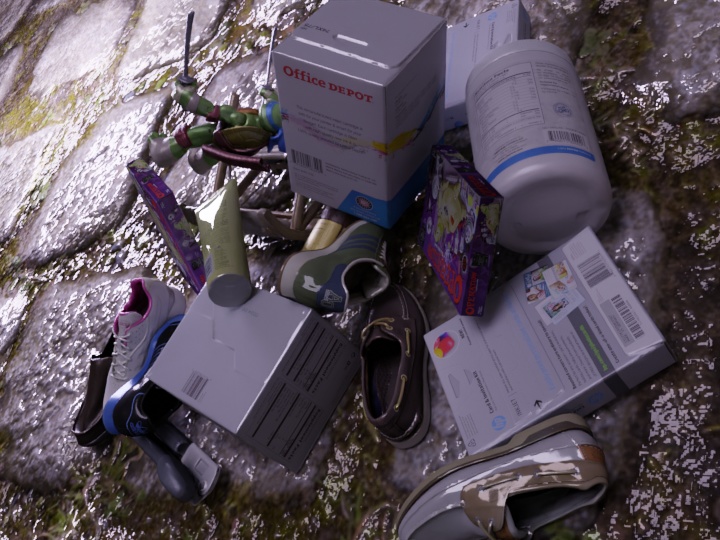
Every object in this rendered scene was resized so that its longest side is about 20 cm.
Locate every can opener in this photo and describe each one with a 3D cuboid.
[{"bbox_3d":[-0.234,0.221,1.014,0.053,0.066,0.199,-55,36,-8],"label":"can opener"}]

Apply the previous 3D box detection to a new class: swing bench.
[{"bbox_3d":[-0.119,-0.131,1.138,0.198,0.129,0.202,9,71,43],"label":"swing bench"}]

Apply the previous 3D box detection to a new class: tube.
[{"bbox_3d":[-0.166,-0.039,1.002,0.057,0.052,0.201,-7,40,-12],"label":"tube"}]

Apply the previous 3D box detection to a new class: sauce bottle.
[{"bbox_3d":[-0.030,-0.040,1.035,0.064,0.065,0.201,11,66,45],"label":"sauce bottle"}]

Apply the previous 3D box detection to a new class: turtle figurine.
[{"bbox_3d":[-0.177,-0.210,1.044,0.193,0.201,0.144,-22,18,35],"label":"turtle figurine"}]

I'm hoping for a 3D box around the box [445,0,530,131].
[{"bbox_3d":[0.123,-0.257,1.086,0.198,0.041,0.157,-15,51,33],"label":"box"}]

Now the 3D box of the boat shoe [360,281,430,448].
[{"bbox_3d":[0.032,0.088,0.885,0.071,0.059,0.202,-24,46,26],"label":"boat shoe"}]

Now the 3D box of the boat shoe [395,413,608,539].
[{"bbox_3d":[0.118,0.200,0.713,0.199,0.075,0.069,-35,37,14],"label":"boat shoe"}]

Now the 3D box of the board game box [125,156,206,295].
[{"bbox_3d":[-0.246,-0.045,1.111,0.032,0.201,0.120,-34,42,-19],"label":"board game box"}]

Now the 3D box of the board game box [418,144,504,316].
[{"bbox_3d":[0.099,-0.049,0.857,0.032,0.121,0.200,-1,22,-8],"label":"board game box"}]

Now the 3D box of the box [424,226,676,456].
[{"bbox_3d":[0.170,0.072,0.782,0.199,0.041,0.157,-35,42,14],"label":"box"}]

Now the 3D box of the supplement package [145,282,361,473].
[{"bbox_3d":[-0.125,0.112,0.963,0.199,0.111,0.157,17,70,47],"label":"supplement package"}]

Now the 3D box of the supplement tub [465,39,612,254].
[{"bbox_3d":[0.182,-0.130,0.870,0.131,0.132,0.202,-24,45,25],"label":"supplement tub"}]

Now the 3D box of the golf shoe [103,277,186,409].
[{"bbox_3d":[-0.308,0.102,1.106,0.075,0.092,0.202,7,69,28],"label":"golf shoe"}]

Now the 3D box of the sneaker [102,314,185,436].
[{"bbox_3d":[-0.244,0.134,1.064,0.077,0.071,0.201,-3,40,31],"label":"sneaker"}]

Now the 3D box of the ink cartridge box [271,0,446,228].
[{"bbox_3d":[0.005,-0.187,0.959,0.146,0.201,0.146,23,52,23],"label":"ink cartridge box"}]

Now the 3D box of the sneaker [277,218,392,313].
[{"bbox_3d":[0.000,0.000,0.930,0.089,0.200,0.068,22,118,26],"label":"sneaker"}]

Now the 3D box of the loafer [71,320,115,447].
[{"bbox_3d":[-0.361,0.148,1.169,0.072,0.071,0.202,-2,58,39],"label":"loafer"}]
